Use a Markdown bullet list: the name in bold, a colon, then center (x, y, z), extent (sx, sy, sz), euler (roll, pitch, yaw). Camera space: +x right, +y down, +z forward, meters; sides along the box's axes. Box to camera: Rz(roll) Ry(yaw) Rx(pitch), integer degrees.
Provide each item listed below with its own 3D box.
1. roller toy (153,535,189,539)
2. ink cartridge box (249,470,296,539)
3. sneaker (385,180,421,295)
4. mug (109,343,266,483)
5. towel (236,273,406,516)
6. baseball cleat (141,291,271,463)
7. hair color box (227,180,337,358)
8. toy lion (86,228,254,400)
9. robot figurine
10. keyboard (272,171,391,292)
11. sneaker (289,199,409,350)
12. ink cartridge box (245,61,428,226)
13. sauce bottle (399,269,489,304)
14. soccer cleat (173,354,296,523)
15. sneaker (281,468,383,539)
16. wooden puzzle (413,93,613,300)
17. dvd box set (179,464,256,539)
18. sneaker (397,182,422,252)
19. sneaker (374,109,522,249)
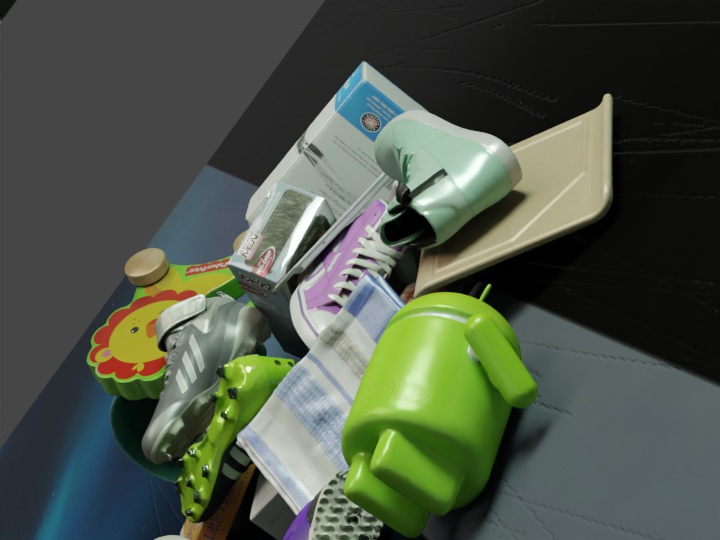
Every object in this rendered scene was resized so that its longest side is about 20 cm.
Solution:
- **roller toy**: center (-0.165, 0.321, 1.526), extent (0.183, 0.139, 0.200), euler (-56, 15, -14)
- **ink cartridge box**: center (-0.041, 0.151, 1.702), extent (0.109, 0.050, 0.200), euler (-47, 16, 26)
- **sneaker**: center (0.034, -0.026, 1.833), extent (0.080, 0.070, 0.201), euler (-37, 23, 53)
- **mug**: center (-0.162, 0.132, 1.942), extent (0.183, 0.153, 0.115), euler (-8, 33, 20)
- **towel**: center (-0.009, 0.120, 1.552), extent (0.200, 0.024, 0.147), euler (-51, 59, 16)
- **baseball cleat**: center (-0.170, 0.100, 1.759), extent (0.200, 0.106, 0.070), euler (-49, -21, -40)
- **hair color box**: center (-0.056, 0.008, 1.814), extent (0.100, 0.060, 0.200), euler (-61, -26, -18)
- **toy lion**: center (-0.178, 0.052, 1.876), extent (0.198, 0.069, 0.193), euler (-12, 37, 15)
- **robot figurine**: center (0.056, 0.100, 1.397), extent (0.176, 0.115, 0.201), euler (-49, 13, 48)
- **keyboard**: center (-0.015, -0.050, 1.733), extent (0.200, 0.011, 0.056), euler (-47, 7, -36)
- **sneaker**: center (-0.001, -0.001, 1.666), extent (0.114, 0.072, 0.201), euler (-44, 19, 26)
- **ink cartridge box**: center (-0.004, -0.094, 1.943), extent (0.200, 0.146, 0.086), euler (-48, 14, 17)
- **sauce bottle**: center (0.046, 0.060, 1.619), extent (0.200, 0.066, 0.066), euler (-51, 14, -13)
- **soccer cleat**: center (-0.111, 0.157, 1.671), extent (0.068, 0.080, 0.201), euler (60, 138, 38)
- **sneaker**: center (-0.048, 0.259, 1.471), extent (0.201, 0.069, 0.099), euler (-58, 8, -25)
- **wooden puzzle**: center (0.138, -0.058, 1.591), extent (0.199, 0.037, 0.186), euler (-28, 25, 23)
- **dvd box set**: center (-0.127, 0.194, 1.791), extent (0.146, 0.029, 0.201), euler (-110, 43, -78)
- **sneaker**: center (0.069, -0.056, 1.748), extent (0.066, 0.090, 0.201), euler (-46, 17, 27)
- **sneaker**: center (0.041, -0.077, 1.615), extent (0.118, 0.074, 0.200), euler (-39, 25, -19)
